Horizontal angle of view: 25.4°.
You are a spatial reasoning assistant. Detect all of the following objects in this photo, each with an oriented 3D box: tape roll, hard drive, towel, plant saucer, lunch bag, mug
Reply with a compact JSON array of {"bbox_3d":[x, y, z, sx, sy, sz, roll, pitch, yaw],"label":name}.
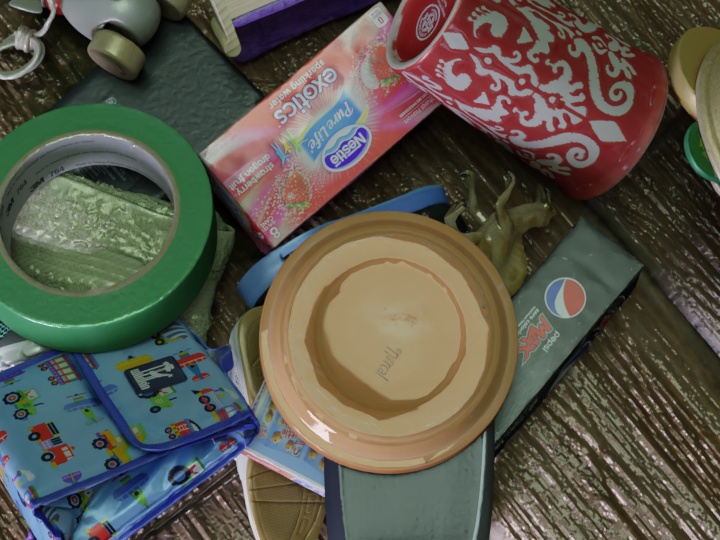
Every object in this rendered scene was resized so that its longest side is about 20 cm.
[{"bbox_3d":[-0.213,-0.036,1.266,0.198,0.048,0.202,0,62,0],"label":"tape roll"},{"bbox_3d":[-0.191,-0.121,1.393,0.200,0.033,0.140,-43,75,-8],"label":"hard drive"},{"bbox_3d":[-0.212,0.001,1.330,0.198,0.036,0.150,16,100,7],"label":"towel"},{"bbox_3d":[0.022,0.051,1.208,0.198,0.032,0.203,0,75,-1],"label":"plant saucer"},{"bbox_3d":[0.039,0.124,1.228,0.133,0.042,0.203,2,76,-2],"label":"hard drive"},{"bbox_3d":[-0.181,0.118,1.234,0.199,0.095,0.151,-29,44,-18],"label":"lunch bag"},{"bbox_3d":[0.119,-0.161,1.296,0.199,0.177,0.135,27,82,-26],"label":"mug"}]

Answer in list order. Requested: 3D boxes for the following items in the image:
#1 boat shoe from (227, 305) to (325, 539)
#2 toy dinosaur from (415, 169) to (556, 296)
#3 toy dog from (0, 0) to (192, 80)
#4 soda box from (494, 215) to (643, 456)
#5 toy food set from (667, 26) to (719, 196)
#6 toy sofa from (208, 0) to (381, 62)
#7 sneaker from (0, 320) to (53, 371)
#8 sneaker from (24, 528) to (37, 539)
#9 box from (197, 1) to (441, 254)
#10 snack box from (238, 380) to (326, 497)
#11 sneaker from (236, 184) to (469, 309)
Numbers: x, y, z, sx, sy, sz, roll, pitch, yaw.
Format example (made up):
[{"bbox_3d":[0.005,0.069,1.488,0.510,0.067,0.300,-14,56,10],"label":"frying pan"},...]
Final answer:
[{"bbox_3d":[-0.072,0.133,1.292,0.070,0.069,0.203,-1,80,-23],"label":"boat shoe"},{"bbox_3d":[0.090,-0.011,1.285,0.200,0.058,0.101,-48,113,-16],"label":"toy dinosaur"},{"bbox_3d":[-0.248,-0.241,1.379,0.198,0.097,0.133,3,63,17],"label":"toy dog"},{"bbox_3d":[0.142,0.057,1.298,0.071,0.063,0.200,39,80,13],"label":"soda box"},{"bbox_3d":[0.333,-0.099,1.294,0.198,0.049,0.200,14,61,-34],"label":"toy food set"},{"bbox_3d":[-0.034,-0.244,1.369,0.198,0.083,0.098,-23,117,-4],"label":"toy sofa"},{"bbox_3d":[-0.304,0.040,1.301,0.198,0.078,0.092,-17,88,14],"label":"sneaker"},{"bbox_3d":[-0.226,0.205,1.270,0.080,0.084,0.202,16,74,9],"label":"sneaker"},{"bbox_3d":[-0.033,-0.116,1.335,0.200,0.095,0.103,-40,95,-8],"label":"box"},{"bbox_3d":[0.003,0.152,1.261,0.199,0.024,0.072,29,73,-11],"label":"snack box"},{"bbox_3d":[0.000,0.000,1.315,0.198,0.070,0.078,-24,72,-12],"label":"sneaker"}]
